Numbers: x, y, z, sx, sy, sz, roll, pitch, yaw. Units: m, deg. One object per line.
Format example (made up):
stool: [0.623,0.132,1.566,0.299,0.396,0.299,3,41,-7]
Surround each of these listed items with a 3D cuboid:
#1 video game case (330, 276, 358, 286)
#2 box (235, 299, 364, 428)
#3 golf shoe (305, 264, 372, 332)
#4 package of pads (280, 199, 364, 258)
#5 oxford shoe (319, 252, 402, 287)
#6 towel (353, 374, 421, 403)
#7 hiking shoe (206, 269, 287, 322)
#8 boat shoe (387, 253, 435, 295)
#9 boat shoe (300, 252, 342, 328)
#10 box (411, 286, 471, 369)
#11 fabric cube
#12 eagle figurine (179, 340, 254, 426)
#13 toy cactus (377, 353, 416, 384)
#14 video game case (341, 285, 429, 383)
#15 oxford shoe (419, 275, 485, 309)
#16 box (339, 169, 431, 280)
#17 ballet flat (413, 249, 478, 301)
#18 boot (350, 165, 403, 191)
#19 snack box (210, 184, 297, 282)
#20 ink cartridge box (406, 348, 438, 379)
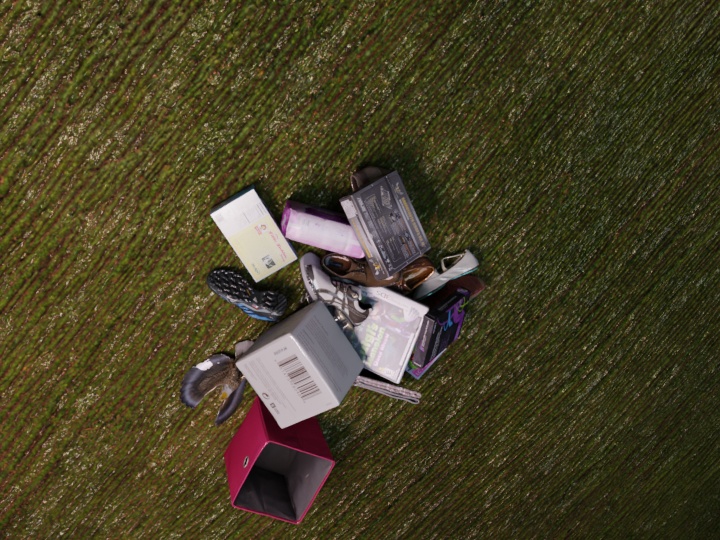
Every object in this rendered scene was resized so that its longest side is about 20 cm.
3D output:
video game case: [0.035,-0.029,1.676,0.179,0.023,0.203,17,104,-23]
box: [-0.138,0.217,1.569,0.199,0.171,0.200,-28,102,33]
golf shoe: [-0.049,0.047,1.565,0.094,0.078,0.201,-33,119,11]
package of pads: [-0.081,-0.096,1.542,0.197,0.121,0.077,15,104,-16]
oxford shoe: [0.000,0.000,1.575,0.196,0.084,0.074,7,88,2]
towel: [0.031,0.290,1.713,0.198,0.190,0.033,20,81,-24]
hiking shoe: [-0.274,0.070,1.582,0.198,0.075,0.087,26,140,-8]
boat shoe: [0.096,0.028,1.666,0.198,0.068,0.073,-31,118,-2]
boat shoe: [-0.106,0.057,1.634,0.073,0.068,0.202,-34,102,-45]
box: [0.201,0.139,1.654,0.199,0.036,0.145,-29,137,-48]
fabric cube: [-0.211,0.474,1.696,0.198,0.200,0.198,25,103,-25]
eagle figurine: [-0.324,0.275,1.638,0.199,0.150,0.153,-33,77,29]
toy cactus: [0.057,0.199,1.703,0.197,0.102,0.168,9,98,6]
video game case: [0.049,0.146,1.634,0.180,0.023,0.203,23,99,10]
oxford shoe: [0.237,0.075,1.771,0.197,0.071,0.074,-21,144,-12]
box: [0.058,-0.103,1.512,0.158,0.048,0.202,-34,103,-38]
ballet flat: [0.210,0.006,1.731,0.198,0.069,0.070,-28,117,-10]
boot: [0.044,-0.144,1.586,0.144,0.070,0.204,-10,90,-31]
snack box: [-0.242,-0.083,1.546,0.115,0.037,0.201,-28,117,3]
ink cartridge box: [0.122,0.191,1.783,0.199,0.042,0.120,40,96,-25]
